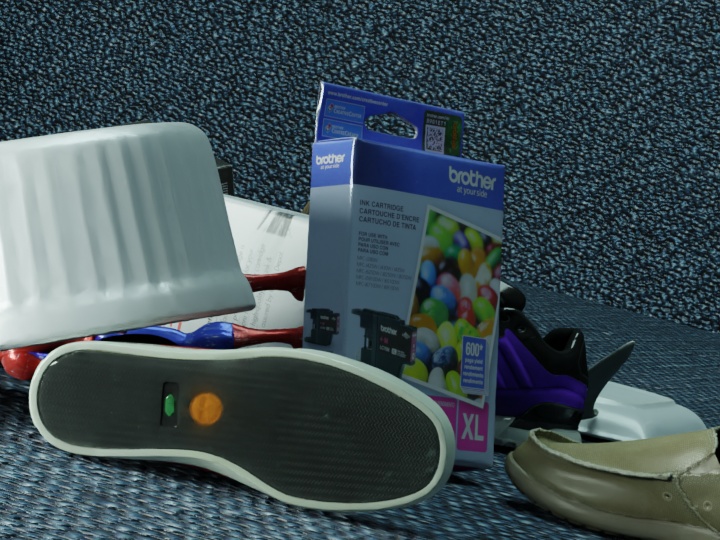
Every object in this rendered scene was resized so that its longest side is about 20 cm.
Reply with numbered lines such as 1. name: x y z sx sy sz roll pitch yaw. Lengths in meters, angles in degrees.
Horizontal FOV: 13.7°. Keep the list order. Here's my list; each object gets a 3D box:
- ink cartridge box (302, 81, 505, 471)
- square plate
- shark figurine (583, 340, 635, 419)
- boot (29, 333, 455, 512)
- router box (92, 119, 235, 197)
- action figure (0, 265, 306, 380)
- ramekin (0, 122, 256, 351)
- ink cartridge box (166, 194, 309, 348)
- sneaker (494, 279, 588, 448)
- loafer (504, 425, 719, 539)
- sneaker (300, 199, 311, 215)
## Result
1. ink cartridge box: 0.024 0.004 1.609 0.119 0.201 0.042 9 -11 -43
2. square plate: 0.138 0.088 2.116 0.199 0.029 0.198 14 3 19
3. shark figurine: 0.066 0.043 1.996 0.214 0.090 0.128 25 29 37
4. boot: -0.051 0.066 1.437 0.199 0.073 0.144 10 2 4
5. router box: -0.212 -0.053 2.184 0.199 0.053 0.157 -12 20 -24
6. action figure: -0.128 0.033 1.621 0.199 0.066 0.052 -2 -25 -6
7. ramekin: -0.157 -0.012 1.474 0.199 0.098 0.200 -10 0 0
8. ink cartridge box: -0.054 0.022 1.718 0.199 0.117 0.068 16 4 26
9. sneaker: 0.053 0.049 1.813 0.199 0.100 0.069 12 2 -29
10. loafer: 0.171 0.111 1.553 0.199 0.068 0.076 15 4 24
11. sneaker: 0.000 0.000 1.820 0.075 0.071 0.200 -18 -22 -29
